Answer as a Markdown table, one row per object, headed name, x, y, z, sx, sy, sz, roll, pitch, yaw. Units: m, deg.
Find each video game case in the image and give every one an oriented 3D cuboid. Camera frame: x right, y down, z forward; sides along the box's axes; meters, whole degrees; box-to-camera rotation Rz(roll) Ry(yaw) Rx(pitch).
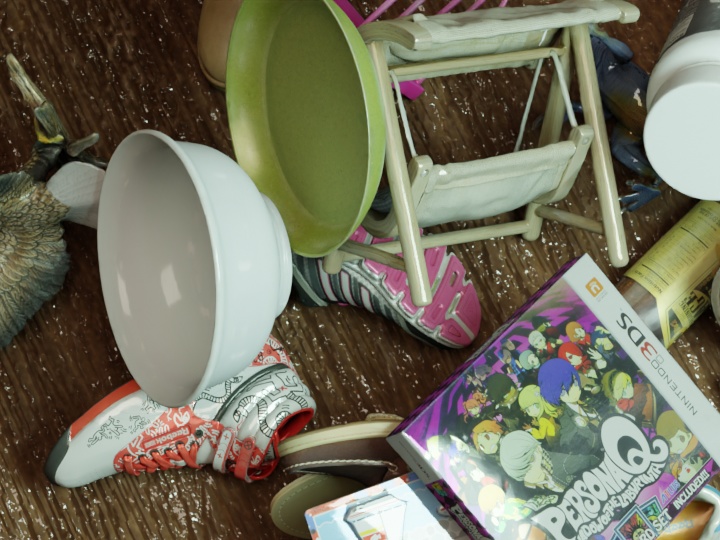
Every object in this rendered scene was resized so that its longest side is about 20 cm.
| name | x | y | z | sx | sy | sz | roll | pitch | yaw |
| --- | --- | --- | --- | --- | --- | --- | --- | --- | --- |
| video game case | 0.145 | 0.118 | 1.513 | 0.200 | 0.036 | 0.181 | -42 | 95 | -24 |

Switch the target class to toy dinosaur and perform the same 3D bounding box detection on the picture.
| name | x | y | z | sx | sy | sz | roll | pitch | yaw |
| --- | --- | --- | --- | --- | --- | --- | --- | --- | --- |
| toy dinosaur | 0.199 | -0.132 | 1.704 | 0.105 | 0.200 | 0.182 | -44 | 46 | 29 |

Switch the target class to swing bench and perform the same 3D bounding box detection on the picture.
| name | x | y | z | sx | sy | sz | roll | pitch | yaw |
| --- | --- | --- | --- | --- | --- | --- | --- | --- | --- |
| swing bench | 0.084 | -0.096 | 1.570 | 0.198 | 0.130 | 0.201 | -9 | 107 | -32 |

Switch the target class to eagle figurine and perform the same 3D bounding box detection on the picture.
| name | x | y | z | sx | sy | sz | roll | pitch | yaw |
| --- | --- | --- | --- | --- | --- | --- | --- | --- | --- |
| eagle figurine | -0.287 | -0.036 | 1.664 | 0.152 | 0.151 | 0.200 | 43 | 69 | 3 |

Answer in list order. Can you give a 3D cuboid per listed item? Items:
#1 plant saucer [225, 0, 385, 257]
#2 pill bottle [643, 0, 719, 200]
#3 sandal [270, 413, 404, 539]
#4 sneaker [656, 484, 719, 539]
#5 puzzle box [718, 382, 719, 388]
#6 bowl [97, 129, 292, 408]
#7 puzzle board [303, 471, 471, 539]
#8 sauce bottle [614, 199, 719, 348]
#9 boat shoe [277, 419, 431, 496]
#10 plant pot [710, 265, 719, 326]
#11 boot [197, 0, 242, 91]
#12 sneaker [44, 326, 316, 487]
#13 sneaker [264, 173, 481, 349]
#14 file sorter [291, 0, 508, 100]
| name | x | y | z | sx | sy | sz | roll | pitch | yaw |
| --- | --- | --- | --- | --- | --- | --- | --- | --- | --- |
| plant saucer | -0.035 | -0.110 | 1.537 | 0.031 | 0.200 | 0.201 | -11 | 71 | -30 |
| pill bottle | 0.272 | -0.140 | 1.587 | 0.113 | 0.113 | 0.200 | 18 | 37 | 8 |
| sandal | 0.027 | 0.137 | 1.633 | 0.211 | 0.078 | 0.070 | -16 | 42 | -8 |
| sneaker | 0.174 | 0.204 | 1.585 | 0.199 | 0.081 | 0.077 | -24 | 75 | -3 |
| puzzle box | 0.385 | 0.107 | 1.630 | 0.199 | 0.025 | 0.133 | -21 | 73 | -3 |
| bowl | -0.110 | -0.005 | 1.575 | 0.090 | 0.201 | 0.202 | -7 | 71 | -29 |
| puzzle board | 0.076 | 0.206 | 1.516 | 0.199 | 0.017 | 0.151 | -18 | 92 | -13 |
| sauce bottle | 0.222 | 0.025 | 1.645 | 0.200 | 0.066 | 0.066 | -44 | 76 | -7 |
| boat shoe | 0.040 | 0.146 | 1.550 | 0.199 | 0.072 | 0.072 | 2 | 78 | -15 |
| plant pot | 0.375 | -0.038 | 1.583 | 0.200 | 0.201 | 0.199 | 18 | 57 | 8 |
| boot | -0.105 | -0.252 | 1.672 | 0.066 | 0.200 | 0.176 | 4 | 73 | 9 |
| sneaker | -0.131 | 0.126 | 1.631 | 0.201 | 0.067 | 0.108 | -35 | 69 | -10 |
| sneaker | 0.000 | 0.000 | 1.664 | 0.200 | 0.087 | 0.074 | 33 | 55 | -11 |
| file sorter | 0.015 | -0.235 | 1.646 | 0.125 | 0.200 | 0.139 | -42 | 75 | 10 |
